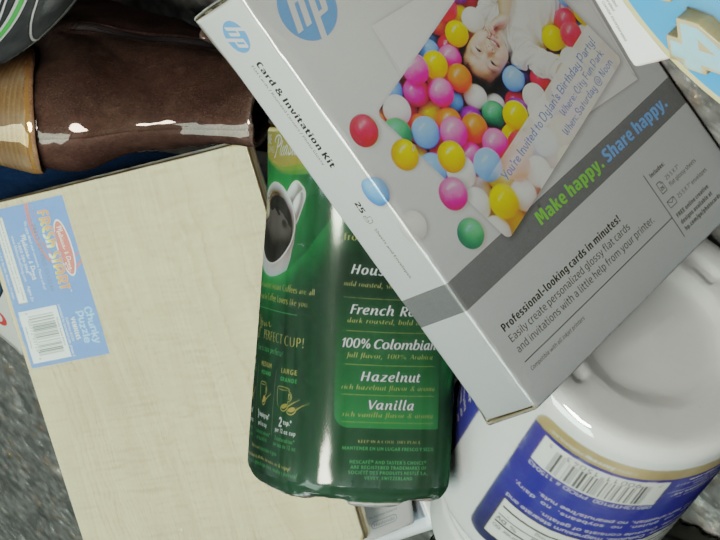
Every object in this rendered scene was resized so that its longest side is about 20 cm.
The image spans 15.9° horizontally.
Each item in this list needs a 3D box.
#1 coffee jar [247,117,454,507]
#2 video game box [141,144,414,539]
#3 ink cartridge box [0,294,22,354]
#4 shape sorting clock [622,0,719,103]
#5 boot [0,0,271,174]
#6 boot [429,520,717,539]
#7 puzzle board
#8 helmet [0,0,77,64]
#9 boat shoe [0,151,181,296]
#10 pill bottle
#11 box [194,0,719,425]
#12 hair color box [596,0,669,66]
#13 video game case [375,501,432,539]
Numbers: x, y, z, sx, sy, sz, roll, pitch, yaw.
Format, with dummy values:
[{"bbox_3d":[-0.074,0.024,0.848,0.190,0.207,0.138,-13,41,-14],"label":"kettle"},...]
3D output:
[{"bbox_3d":[0.000,0.000,1.154,0.104,0.085,0.201,-165,78,-72],"label":"coffee jar"},{"bbox_3d":[-0.055,0.030,1.312,0.200,0.047,0.183,15,119,55],"label":"video game box"},{"bbox_3d":[-0.207,-0.069,1.433,0.145,0.085,0.200,38,149,17],"label":"ink cartridge box"},{"bbox_3d":[0.140,-0.118,0.854,0.200,0.039,0.201,32,146,25],"label":"shape sorting clock"},{"bbox_3d":[-0.110,-0.102,1.258,0.165,0.200,0.073,-1,118,9],"label":"boot"},{"bbox_3d":[0.091,0.190,1.264,0.211,0.158,0.080,18,138,41],"label":"boot"},{"bbox_3d":[-0.089,0.047,1.241,0.150,0.017,0.201,-12,101,24],"label":"puzzle board"},{"bbox_3d":[-0.196,-0.187,1.155,0.200,0.199,0.191,105,149,-55],"label":"helmet"},{"bbox_3d":[-0.167,-0.016,1.295,0.199,0.084,0.069,6,126,32],"label":"boat shoe"},{"bbox_3d":[0.099,0.072,1.162,0.120,0.120,0.200,43,149,10],"label":"pill bottle"},{"bbox_3d":[0.050,-0.065,1.037,0.200,0.156,0.041,54,147,-7],"label":"box"},{"bbox_3d":[0.151,-0.148,0.905,0.200,0.064,0.111,-9,118,57],"label":"hair color box"},{"bbox_3d":[-0.034,0.065,1.361,0.200,0.023,0.183,-28,81,59],"label":"video game case"}]
